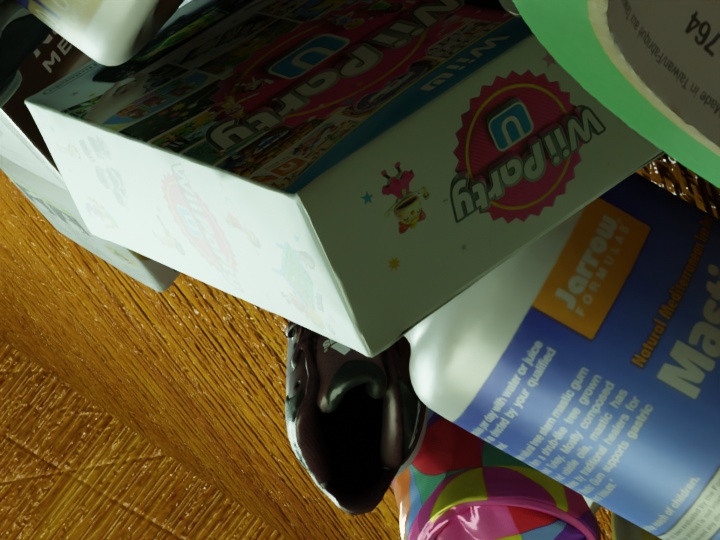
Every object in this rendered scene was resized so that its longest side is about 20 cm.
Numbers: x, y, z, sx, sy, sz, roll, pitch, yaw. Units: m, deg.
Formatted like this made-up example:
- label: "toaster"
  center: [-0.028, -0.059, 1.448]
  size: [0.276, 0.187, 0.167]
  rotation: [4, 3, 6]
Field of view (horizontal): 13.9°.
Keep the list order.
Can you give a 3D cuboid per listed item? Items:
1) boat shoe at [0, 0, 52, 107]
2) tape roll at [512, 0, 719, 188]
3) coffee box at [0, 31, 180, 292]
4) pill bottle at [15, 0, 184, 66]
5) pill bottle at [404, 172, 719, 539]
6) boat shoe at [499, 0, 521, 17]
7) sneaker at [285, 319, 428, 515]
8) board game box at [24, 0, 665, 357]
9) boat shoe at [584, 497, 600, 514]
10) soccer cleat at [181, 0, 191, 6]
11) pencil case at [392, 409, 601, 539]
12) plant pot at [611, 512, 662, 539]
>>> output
- label: "boat shoe"
  center: [-0.144, -0.088, 1.007]
  size: [0.076, 0.060, 0.200]
  rotation: [39, -152, 1]
- label: "tape roll"
  center: [0.134, -0.055, 0.740]
  size: [0.200, 0.048, 0.200]
  rotation: [28, 167, 7]
- label: "coffee box"
  center: [-0.119, -0.092, 1.304]
  size: [0.080, 0.114, 0.200]
  rotation: [30, 168, 33]
- label: "pill bottle"
  center: [-0.124, -0.171, 0.961]
  size: [0.200, 0.120, 0.120]
  rotation: [37, 170, -1]
- label: "pill bottle"
  center: [0.087, 0.021, 1.063]
  size: [0.200, 0.112, 0.112]
  rotation: [29, 170, -2]
- label: "boat shoe"
  center: [0.031, -0.123, 0.790]
  size: [0.061, 0.072, 0.201]
  rotation: [29, 170, 20]
- label: "sneaker"
  center: [0.000, 0.000, 1.135]
  size: [0.076, 0.200, 0.116]
  rotation: [-5, -166, 2]
- label: "board game box"
  center: [0.000, -0.054, 0.973]
  size: [0.200, 0.147, 0.064]
  rotation: [21, 140, 57]
- label: "boat shoe"
  center: [0.104, 0.088, 1.511]
  size: [0.066, 0.070, 0.200]
  rotation: [34, 177, 6]
- label: "soccer cleat"
  center: [-0.056, -0.123, 1.141]
  size: [0.076, 0.067, 0.200]
  rotation: [11, 166, -3]
- label: "pencil case"
  center: [0.049, 0.061, 1.262]
  size: [0.088, 0.088, 0.200]
  rotation: [45, -156, -38]
- label: "plant pot"
  center: [0.185, 0.152, 1.202]
  size: [0.201, 0.201, 0.189]
  rotation: [27, 150, 43]
